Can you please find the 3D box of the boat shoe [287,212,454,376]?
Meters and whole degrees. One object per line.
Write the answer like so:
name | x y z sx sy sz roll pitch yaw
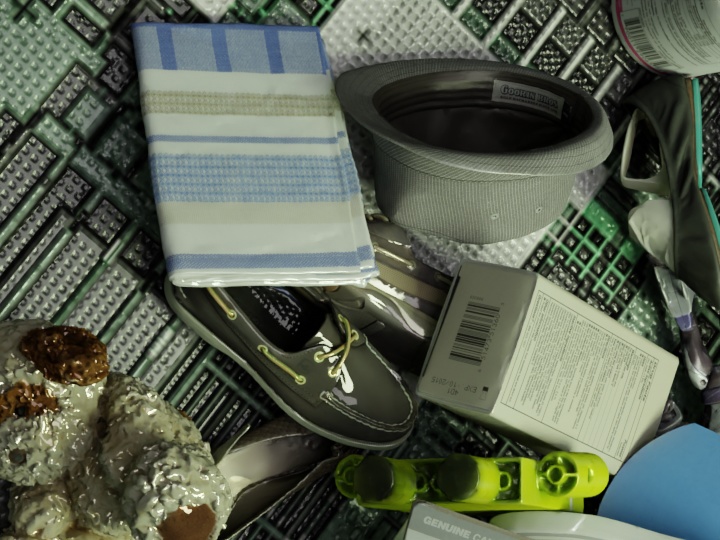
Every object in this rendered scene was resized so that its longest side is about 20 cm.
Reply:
boat shoe | 0.000 0.000 1.309 0.200 0.074 0.074 35 59 -20

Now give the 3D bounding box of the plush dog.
plush dog | -0.183 0.099 1.190 0.172 0.200 0.161 46 37 -23

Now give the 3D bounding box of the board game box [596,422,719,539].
board game box | 0.261 0.209 1.320 0.199 0.039 0.158 25 73 14

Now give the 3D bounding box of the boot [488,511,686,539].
boot | 0.176 0.226 1.258 0.199 0.074 0.096 10 64 9

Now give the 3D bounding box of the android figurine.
android figurine | 0.079 0.146 1.283 0.200 0.181 0.041 16 72 -60

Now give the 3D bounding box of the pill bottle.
pill bottle | 0.277 -0.203 1.345 0.113 0.200 0.114 0 91 -23

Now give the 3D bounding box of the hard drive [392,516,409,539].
hard drive | 0.081 0.278 1.294 0.200 0.025 0.132 35 106 4

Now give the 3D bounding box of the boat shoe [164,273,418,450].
boat shoe | -0.041 0.049 1.263 0.201 0.061 0.072 35 57 -6

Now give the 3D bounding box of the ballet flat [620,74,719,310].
ballet flat | 0.228 -0.054 1.371 0.068 0.068 0.201 -9 56 8

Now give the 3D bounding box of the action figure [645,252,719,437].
action figure | 0.269 0.077 1.409 0.129 0.069 0.201 -13 86 2

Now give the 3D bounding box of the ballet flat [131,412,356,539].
ballet flat | -0.080 0.147 1.281 0.199 0.046 0.068 -28 101 -20

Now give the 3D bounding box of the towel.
towel | -0.074 -0.078 1.252 0.146 0.024 0.201 -1 63 -22

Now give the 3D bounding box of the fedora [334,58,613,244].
fedora | 0.075 -0.077 1.303 0.199 0.177 0.091 -10 124 -30

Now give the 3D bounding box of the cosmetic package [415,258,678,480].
cosmetic package | 0.135 0.074 1.316 0.200 0.071 0.106 30 77 -47

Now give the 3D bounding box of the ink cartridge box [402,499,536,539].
ink cartridge box | 0.116 0.246 1.207 0.199 0.084 0.176 18 106 17
